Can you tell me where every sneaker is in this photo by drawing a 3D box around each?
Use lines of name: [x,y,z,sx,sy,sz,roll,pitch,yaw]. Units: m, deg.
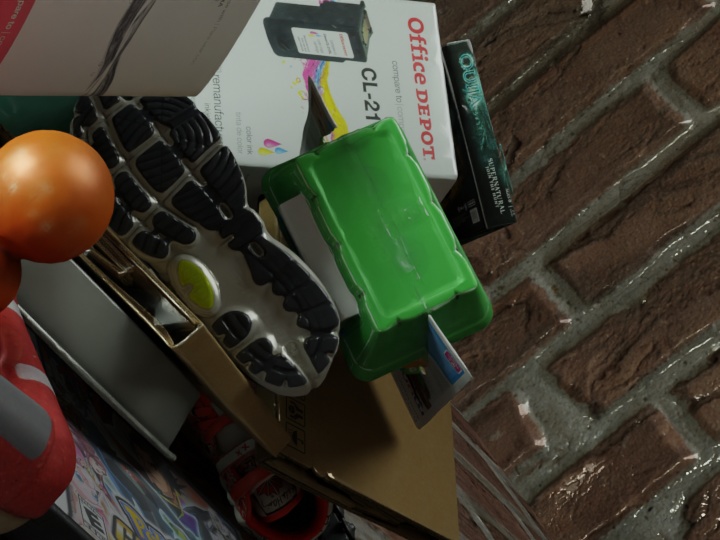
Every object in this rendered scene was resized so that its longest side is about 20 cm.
sneaker: [-0.078,0.085,1.013,0.202,0.067,0.108,62,-4,-34]
sneaker: [-0.088,-0.014,0.871,0.200,0.077,0.080,56,-14,2]

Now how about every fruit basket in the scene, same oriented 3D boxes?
fruit basket: [0.000,0.000,0.946,0.185,0.094,0.200,64,-16,9]

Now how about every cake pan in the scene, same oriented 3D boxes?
cake pan: [-0.154,0.015,0.833,0.200,0.037,0.200,44,-8,8]

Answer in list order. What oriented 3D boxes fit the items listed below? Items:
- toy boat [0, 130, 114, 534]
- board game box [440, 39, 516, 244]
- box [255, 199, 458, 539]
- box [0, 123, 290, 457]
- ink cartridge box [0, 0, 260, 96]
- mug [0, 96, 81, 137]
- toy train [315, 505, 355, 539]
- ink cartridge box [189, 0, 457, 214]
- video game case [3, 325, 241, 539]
toy boat: [-0.152,-0.004,0.638,0.131,0.131,0.200,48,5,-43]
board game box: [0.060,-0.086,1.239,0.200,0.028,0.135,157,-81,-76]
box: [-0.001,0.064,1.050,0.163,0.021,0.200,32,41,-36]
box: [-0.116,0.016,0.868,0.163,0.021,0.200,42,-9,22]
ink cartridge box: [-0.160,-0.154,0.764,0.147,0.083,0.200,47,27,22]
mug: [-0.194,-0.095,0.921,0.185,0.114,0.152,35,-12,13]
toy train: [0.003,0.220,1.099,0.046,0.034,0.200,63,-4,-29]
ink cartridge box: [-0.044,-0.113,1.120,0.083,0.200,0.146,124,-36,-59]
video game case: [-0.109,0.119,0.775,0.200,0.025,0.181,49,4,-28]
